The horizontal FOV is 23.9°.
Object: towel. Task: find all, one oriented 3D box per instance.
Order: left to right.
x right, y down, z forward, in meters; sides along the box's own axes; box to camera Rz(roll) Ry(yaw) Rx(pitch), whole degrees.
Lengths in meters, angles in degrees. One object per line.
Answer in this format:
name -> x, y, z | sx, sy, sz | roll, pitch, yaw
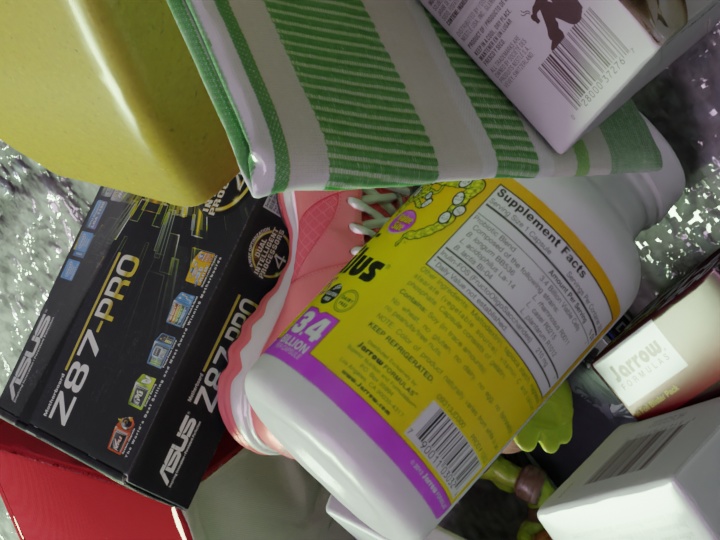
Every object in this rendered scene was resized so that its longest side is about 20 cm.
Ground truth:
towel -> 0.015, -0.095, 0.665 | 0.023, 0.198, 0.154 | -48, 58, 43

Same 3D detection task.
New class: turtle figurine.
turtle figurine -> 0.060, 0.088, 0.871 | 0.199, 0.065, 0.161 | 33, 156, 3

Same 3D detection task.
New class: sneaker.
sneaker -> 0.000, 0.000, 0.818 | 0.086, 0.073, 0.202 | 19, 94, 52

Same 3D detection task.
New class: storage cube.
storage cube -> -0.087, 0.139, 1.023 | 0.179, 0.171, 0.202 | 10, 126, 42

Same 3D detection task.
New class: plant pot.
plant pot -> -0.110, -0.148, 0.804 | 0.193, 0.196, 0.201 | 14, 138, 39

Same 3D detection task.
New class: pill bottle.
pill bottle -> 0.050, 0.013, 0.737 | 0.104, 0.200, 0.104 | 41, 167, 12

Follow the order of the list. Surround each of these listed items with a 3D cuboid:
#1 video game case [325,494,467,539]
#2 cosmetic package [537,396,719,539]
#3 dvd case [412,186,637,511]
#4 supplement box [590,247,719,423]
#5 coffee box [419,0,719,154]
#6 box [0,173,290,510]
video game case -> 0.092, 0.187, 0.915 | 0.199, 0.024, 0.182 | 24, 165, 27
cosmetic package -> 0.178, 0.157, 0.737 | 0.201, 0.071, 0.101 | 55, 147, -5
dvd case -> 0.081, 0.045, 0.888 | 0.200, 0.025, 0.150 | 48, 144, 7
supplement box -> 0.207, 0.082, 0.753 | 0.200, 0.061, 0.109 | 49, 145, 5
coffee box -> 0.059, -0.162, 0.664 | 0.200, 0.113, 0.080 | 48, 143, 6
box -> -0.102, 0.010, 0.903 | 0.049, 0.202, 0.161 | 30, 171, -34
